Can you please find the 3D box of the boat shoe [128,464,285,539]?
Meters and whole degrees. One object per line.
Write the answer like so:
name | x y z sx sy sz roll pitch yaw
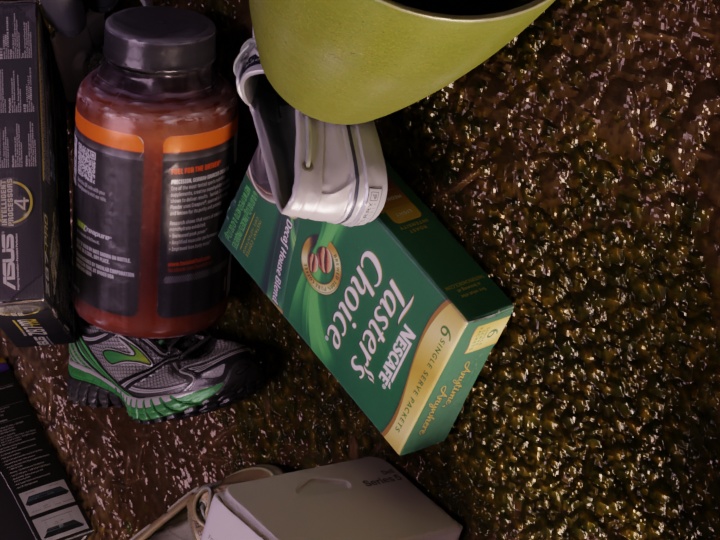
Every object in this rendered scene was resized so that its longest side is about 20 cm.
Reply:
boat shoe | -0.110 0.186 1.663 0.200 0.063 0.073 -26 83 50

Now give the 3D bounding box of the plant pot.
plant pot | 0.013 -0.167 1.328 0.188 0.187 0.200 60 154 15

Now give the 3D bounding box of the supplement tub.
supplement tub | -0.131 -0.064 1.567 0.107 0.107 0.201 28 123 41

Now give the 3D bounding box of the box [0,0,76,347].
box | -0.222 -0.060 1.616 0.161 0.049 0.201 99 168 -79

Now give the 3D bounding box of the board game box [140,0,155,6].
board game box | -0.177 -0.283 1.525 0.200 0.026 0.200 62 174 13

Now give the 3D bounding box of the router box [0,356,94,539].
router box | -0.297 0.185 1.890 0.158 0.052 0.200 60 139 16

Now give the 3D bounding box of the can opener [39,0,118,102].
can opener | -0.190 -0.182 1.576 0.066 0.053 0.200 39 158 22

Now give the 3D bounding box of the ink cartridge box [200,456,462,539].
ink cartridge box | -0.038 0.228 1.510 0.084 0.145 0.201 37 120 37

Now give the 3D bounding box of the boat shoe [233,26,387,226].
boat shoe | -0.040 -0.117 1.435 0.074 0.067 0.201 -55 44 44

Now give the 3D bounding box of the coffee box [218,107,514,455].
coffee box | 0.000 0.000 1.484 0.200 0.044 0.123 50 135 25

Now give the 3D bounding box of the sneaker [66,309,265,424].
sneaker | -0.140 0.053 1.641 0.200 0.078 0.086 7 108 49
